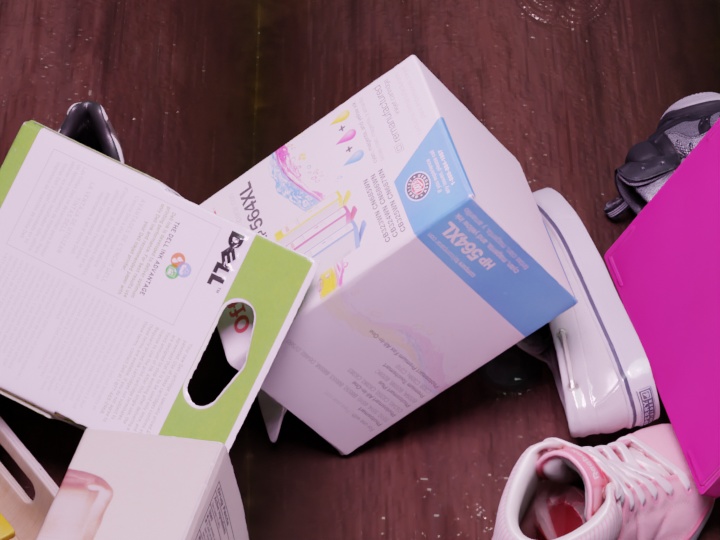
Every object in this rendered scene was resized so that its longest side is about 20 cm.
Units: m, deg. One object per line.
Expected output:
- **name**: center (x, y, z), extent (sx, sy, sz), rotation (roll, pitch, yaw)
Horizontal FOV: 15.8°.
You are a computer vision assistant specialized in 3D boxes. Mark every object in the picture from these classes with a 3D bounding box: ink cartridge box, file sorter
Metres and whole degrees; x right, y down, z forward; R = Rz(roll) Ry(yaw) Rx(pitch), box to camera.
- **ink cartridge box**: center (-0.132, 0.025, 1.488), extent (0.199, 0.076, 0.148), rotation (25, 85, 16)
- **ink cartridge box**: center (0.000, 0.000, 1.525), extent (0.200, 0.125, 0.129), rotation (-34, 45, 14)
- **file sorter**: center (0.259, 0.028, 1.547), extent (0.125, 0.139, 0.201), rotation (17, 37, -30)

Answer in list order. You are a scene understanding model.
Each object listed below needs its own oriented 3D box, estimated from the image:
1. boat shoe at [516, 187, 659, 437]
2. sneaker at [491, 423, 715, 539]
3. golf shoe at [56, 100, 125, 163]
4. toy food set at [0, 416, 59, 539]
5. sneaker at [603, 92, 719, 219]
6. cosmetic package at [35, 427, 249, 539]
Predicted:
- **boat shoe**: center (0.122, 0.027, 1.600), extent (0.065, 0.072, 0.201), rotation (-17, 48, -6)
- **sneaker**: center (0.143, 0.128, 1.476), extent (0.075, 0.105, 0.200), rotation (35, 50, 27)
- **golf shoe**: center (-0.181, -0.019, 1.590), extent (0.077, 0.095, 0.201), rotation (2, 47, -6)
- **toy food set**: center (-0.269, 0.146, 1.440), extent (0.199, 0.061, 0.143), rotation (-26, 54, -28)
- **sneaker**: center (0.236, -0.068, 1.648), extent (0.114, 0.200, 0.076), rotation (-42, 105, -27)
- **cosmetic package**: center (-0.132, 0.192, 1.369), extent (0.087, 0.104, 0.201), rotation (6, 45, 17)
